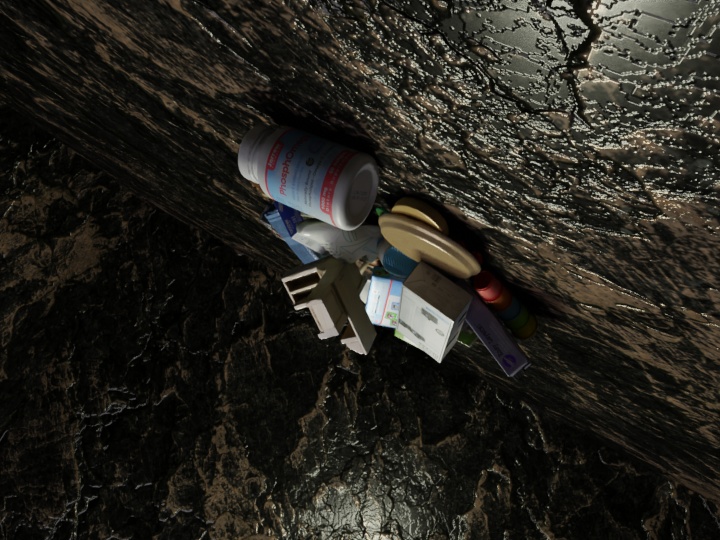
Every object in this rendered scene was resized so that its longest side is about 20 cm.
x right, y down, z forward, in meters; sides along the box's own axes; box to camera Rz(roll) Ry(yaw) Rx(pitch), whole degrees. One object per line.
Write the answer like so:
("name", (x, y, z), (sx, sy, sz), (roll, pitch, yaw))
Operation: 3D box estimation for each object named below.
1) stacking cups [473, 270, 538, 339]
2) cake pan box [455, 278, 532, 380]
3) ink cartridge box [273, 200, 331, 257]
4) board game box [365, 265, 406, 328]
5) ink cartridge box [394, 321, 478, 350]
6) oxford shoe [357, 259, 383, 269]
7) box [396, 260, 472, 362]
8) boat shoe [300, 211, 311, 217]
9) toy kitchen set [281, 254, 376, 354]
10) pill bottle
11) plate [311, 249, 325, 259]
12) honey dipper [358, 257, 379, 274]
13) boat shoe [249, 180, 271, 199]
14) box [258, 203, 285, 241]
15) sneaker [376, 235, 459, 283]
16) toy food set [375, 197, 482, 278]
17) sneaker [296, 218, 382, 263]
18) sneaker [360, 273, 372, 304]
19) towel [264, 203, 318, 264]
("stacking cups", (0.268, 0.066, 1.074), (0.060, 0.062, 0.199), (18, 166, 48))
("cake pan box", (0.256, 0.117, 1.106), (0.202, 0.052, 0.184), (54, -169, 19))
("ink cartridge box", (-0.095, -0.087, 1.185), (0.095, 0.044, 0.199), (61, -165, 26))
("board game box", (0.111, 0.072, 1.251), (0.194, 0.037, 0.154), (12, 134, 0))
("ink cartridge box", (0.202, 0.138, 1.389), (0.197, 0.078, 0.147), (25, -145, 27))
("oxford shoe", (0.038, -0.043, 1.239), (0.198, 0.073, 0.071), (35, 139, -22))
("box", (0.131, 0.082, 1.050), (0.116, 0.060, 0.201), (36, 157, 17))
("boat shoe", (-0.073, -0.132, 1.054), (0.070, 0.070, 0.200), (4, -174, -2))
("toy kitchen set", (-0.079, 0.093, 1.151), (0.177, 0.201, 0.166), (-17, 111, 26))
("pill bottle", (-0.078, -0.142, 0.823), (0.196, 0.111, 0.109), (24, 171, 24))
("plate", (-0.102, -0.082, 1.315), (0.201, 0.025, 0.201), (51, -171, -11))
("honey dipper", (0.000, 0.000, 1.216), (0.037, 0.038, 0.201), (28, 129, -10))
("boat shoe", (-0.178, -0.178, 1.055), (0.066, 0.073, 0.200), (28, 175, -16))
("box", (-0.165, -0.095, 1.562), (0.196, 0.051, 0.158), (27, 172, 17))
("sneaker", (0.118, -0.012, 1.107), (0.197, 0.077, 0.081), (28, -164, -26))
("toy food set", (0.113, -0.050, 0.946), (0.197, 0.050, 0.197), (31, 171, -18))
("sneaker", (-0.034, -0.055, 1.072), (0.196, 0.083, 0.070), (6, -174, -37))
("sneaker", (0.074, 0.039, 1.334), (0.197, 0.117, 0.074), (29, 130, -17))
("towel", (-0.148, -0.083, 1.399), (0.201, 0.049, 0.111), (52, 158, -20))
